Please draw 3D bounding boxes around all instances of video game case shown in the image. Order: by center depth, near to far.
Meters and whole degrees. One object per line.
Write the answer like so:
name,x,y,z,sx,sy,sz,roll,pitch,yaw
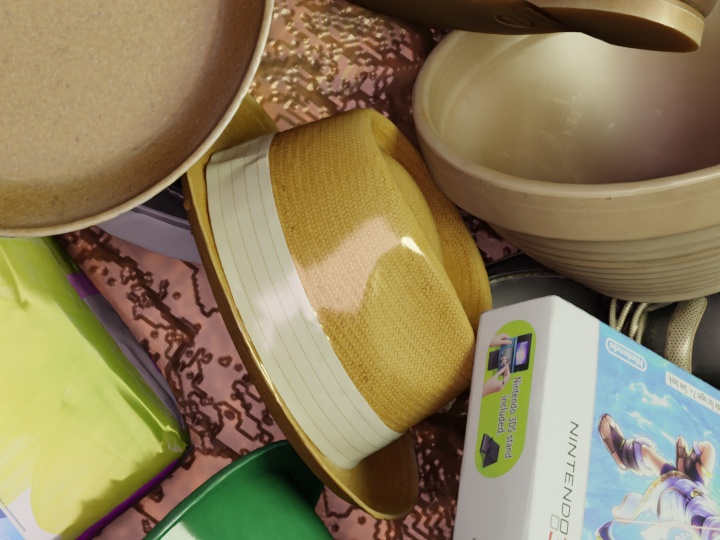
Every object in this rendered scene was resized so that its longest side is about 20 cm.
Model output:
video game case,0.118,0.131,1.129,0.200,0.045,0.182,28,60,-38

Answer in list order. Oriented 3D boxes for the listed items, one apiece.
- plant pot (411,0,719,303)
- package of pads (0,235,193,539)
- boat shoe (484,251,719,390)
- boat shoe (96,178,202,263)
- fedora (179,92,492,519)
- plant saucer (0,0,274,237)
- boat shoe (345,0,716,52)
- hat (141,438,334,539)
plant pot,0.127,-0.052,1.180,0.200,0.201,0.093,-16,123,0
package of pads,-0.183,0.043,1.214,0.154,0.068,0.200,-39,88,-1
boat shoe,0.131,0.023,1.207,0.199,0.073,0.075,1,87,1
boat shoe,-0.119,-0.078,1.201,0.200,0.070,0.066,34,123,-4
fedora,0.000,0.000,1.149,0.082,0.201,0.201,-25,87,15
plant saucer,-0.128,-0.111,1.106,0.199,0.035,0.201,-1,84,9
boat shoe,0.068,-0.134,1.155,0.199,0.070,0.071,10,82,38
hat,-0.007,0.184,1.143,0.176,0.200,0.166,40,110,18
